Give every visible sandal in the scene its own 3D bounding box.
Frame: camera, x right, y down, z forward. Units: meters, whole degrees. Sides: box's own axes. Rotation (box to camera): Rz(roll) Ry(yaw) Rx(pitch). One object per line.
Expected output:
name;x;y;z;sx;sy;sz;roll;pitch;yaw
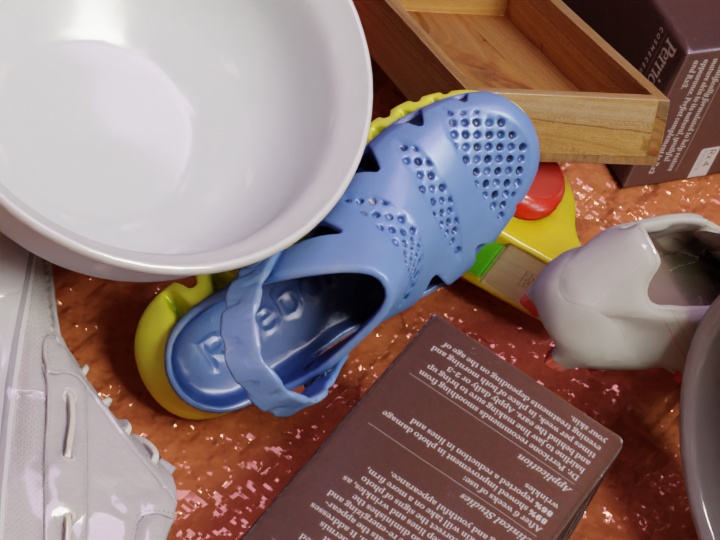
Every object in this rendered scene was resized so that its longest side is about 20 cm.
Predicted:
sandal;0.000;0.000;1.050;0.200;0.087;0.080;-41;110;-8

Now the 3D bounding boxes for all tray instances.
tray;0.062;-0.103;1.190;0.098;0.037;0.200;1;25;-19

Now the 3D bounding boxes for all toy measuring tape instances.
toy measuring tape;0.097;-0.011;1.162;0.199;0.074;0.074;28;46;-8

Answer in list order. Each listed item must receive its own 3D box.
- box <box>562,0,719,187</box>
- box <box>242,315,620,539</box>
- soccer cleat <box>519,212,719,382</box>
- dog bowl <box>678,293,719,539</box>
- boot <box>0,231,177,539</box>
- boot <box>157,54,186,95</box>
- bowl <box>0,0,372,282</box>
box;0.133;-0.150;1.268;0.075;0.100;0.201;-11;54;-27
box;0.013;0.121;0.999;0.100;0.075;0.200;34;46;10
soccer cleat;0.151;0.011;1.083;0.199;0.077;0.070;0;60;-51
dog bowl;0.197;0.082;0.983;0.058;0.201;0.201;-11;55;-26
boot;-0.123;0.070;1.017;0.095;0.074;0.201;16;51;-20
boot;-0.072;-0.139;1.153;0.199;0.070;0.147;28;73;-18
bowl;-0.102;-0.074;1.041;0.200;0.090;0.202;10;62;-20
